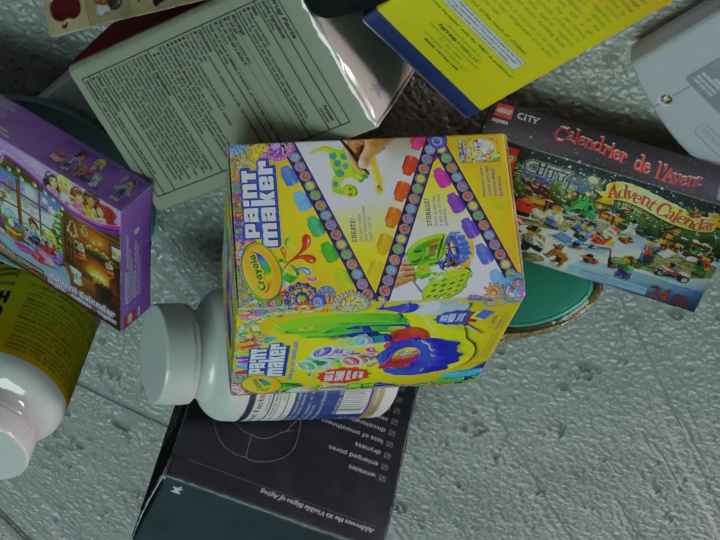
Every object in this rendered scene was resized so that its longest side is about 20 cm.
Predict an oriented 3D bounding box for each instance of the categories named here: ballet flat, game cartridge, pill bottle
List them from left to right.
[{"bbox_3d":[-0.295,0.074,1.403,0.112,0.200,0.112,7,137,7],"label":"pill bottle"},{"bbox_3d":[-0.075,0.069,1.357,0.200,0.111,0.111,1,143,-23],"label":"pill bottle"},{"bbox_3d":[0.118,0.032,1.364,0.200,0.071,0.065,-13,159,30],"label":"ballet flat"},{"bbox_3d":[0.291,-0.118,1.165,0.133,0.040,0.200,-31,122,34],"label":"game cartridge"}]

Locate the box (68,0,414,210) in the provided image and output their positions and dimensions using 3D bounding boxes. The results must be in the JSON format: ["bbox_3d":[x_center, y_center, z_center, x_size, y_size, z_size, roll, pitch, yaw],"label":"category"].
[{"bbox_3d":[-0.081,-0.146,1.158,0.200,0.109,0.128,-18,114,30],"label":"box"}]

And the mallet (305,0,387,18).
[{"bbox_3d":[-0.049,-0.210,0.983,0.066,0.041,0.200,-6,157,35],"label":"mallet"}]

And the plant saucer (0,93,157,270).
[{"bbox_3d":[-0.258,-0.071,1.327,0.200,0.027,0.200,7,137,7],"label":"plant saucer"}]

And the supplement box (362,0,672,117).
[{"bbox_3d":[0.115,-0.208,1.058,0.200,0.109,0.110,-28,124,36],"label":"supplement box"}]

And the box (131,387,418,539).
[{"bbox_3d":[-0.071,0.161,1.442,0.200,0.197,0.124,21,137,-8],"label":"box"}]

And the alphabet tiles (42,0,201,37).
[{"bbox_3d":[-0.136,-0.255,1.073,0.200,0.008,0.167,-9,94,23],"label":"alphabet tiles"}]

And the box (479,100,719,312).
[{"bbox_3d":[0.179,-0.047,1.241,0.200,0.038,0.137,17,147,5],"label":"box"}]

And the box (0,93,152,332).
[{"bbox_3d":[-0.246,-0.054,1.237,0.200,0.039,0.137,30,141,18],"label":"box"}]

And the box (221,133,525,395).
[{"bbox_3d":[0.000,0.000,1.170,0.193,0.122,0.200,-3,160,-6],"label":"box"}]

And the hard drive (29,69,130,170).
[{"bbox_3d":[-0.218,-0.093,1.331,0.132,0.027,0.200,38,133,-24],"label":"hard drive"}]
